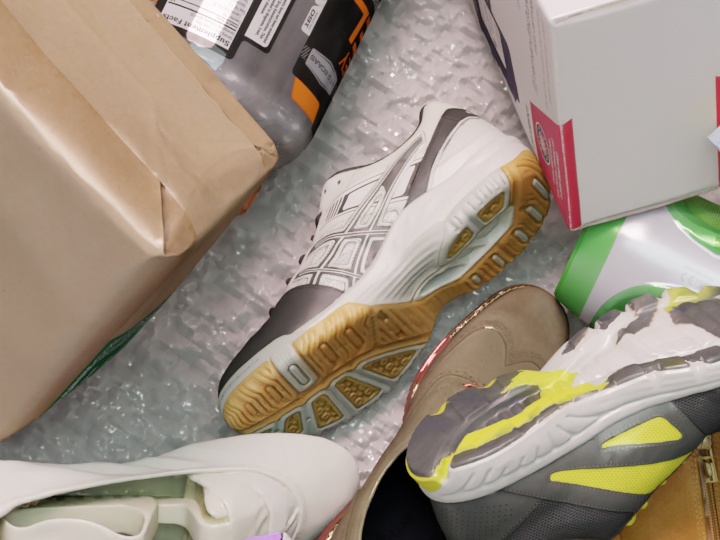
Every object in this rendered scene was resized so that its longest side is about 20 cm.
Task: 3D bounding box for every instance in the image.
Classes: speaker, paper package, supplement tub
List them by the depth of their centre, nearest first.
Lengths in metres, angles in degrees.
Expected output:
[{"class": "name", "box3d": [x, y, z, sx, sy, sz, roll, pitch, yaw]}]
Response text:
[{"class": "paper package", "box3d": [-0.162, -0.049, 1.106, 0.191, 0.200, 0.103, 49, 47, 3]}, {"class": "speaker", "box3d": [0.199, 0.023, 1.175, 0.200, 0.088, 0.089, 26, 77, 5]}, {"class": "supplement tub", "box3d": [-0.056, -0.136, 1.190, 0.122, 0.123, 0.200, 25, 77, 5]}]

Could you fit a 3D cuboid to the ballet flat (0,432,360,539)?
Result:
[{"class": "ballet flat", "box3d": [-0.094, 0.119, 1.140, 0.200, 0.069, 0.070, -2, 76, -12]}]

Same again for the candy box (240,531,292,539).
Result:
[{"class": "candy box", "box3d": [-0.099, 0.230, 1.051, 0.167, 0.072, 0.200, -16, 45, 22]}]

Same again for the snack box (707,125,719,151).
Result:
[{"class": "snack box", "box3d": [0.275, -0.108, 1.123, 0.068, 0.200, 0.169, 52, 125, 12]}]

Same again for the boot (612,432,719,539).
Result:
[{"class": "boot", "box3d": [0.119, 0.143, 1.144, 0.201, 0.071, 0.144, -7, 74, -21]}]

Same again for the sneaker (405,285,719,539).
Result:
[{"class": "sneaker", "box3d": [0.118, 0.074, 1.108, 0.200, 0.074, 0.085, -21, 120, -8]}]

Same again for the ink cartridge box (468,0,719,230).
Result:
[{"class": "ink cartridge box", "box3d": [0.101, -0.145, 1.149, 0.084, 0.145, 0.200, -16, 50, -4]}]

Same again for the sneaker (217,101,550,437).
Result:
[{"class": "sneaker", "box3d": [0.000, 0.000, 1.194, 0.200, 0.076, 0.088, -41, 55, -5]}]

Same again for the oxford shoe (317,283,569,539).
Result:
[{"class": "oxford shoe", "box3d": [0.051, 0.084, 1.152, 0.070, 0.075, 0.200, 33, 67, -3]}]
